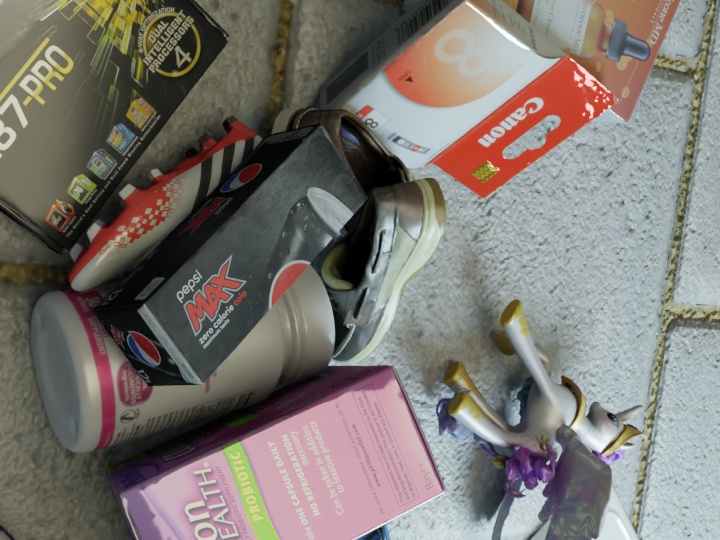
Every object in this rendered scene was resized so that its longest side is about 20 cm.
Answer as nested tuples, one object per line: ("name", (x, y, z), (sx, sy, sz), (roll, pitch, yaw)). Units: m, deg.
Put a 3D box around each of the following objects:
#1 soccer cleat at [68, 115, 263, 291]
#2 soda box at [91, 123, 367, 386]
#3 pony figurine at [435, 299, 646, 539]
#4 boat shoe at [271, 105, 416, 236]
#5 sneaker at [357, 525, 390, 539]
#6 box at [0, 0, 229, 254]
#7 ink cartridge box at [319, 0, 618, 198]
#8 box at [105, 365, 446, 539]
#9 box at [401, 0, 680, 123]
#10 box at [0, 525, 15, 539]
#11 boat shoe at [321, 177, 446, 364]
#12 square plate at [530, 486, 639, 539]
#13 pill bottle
("soccer cleat", (-0.122, -0.035, 0.788), (0.085, 0.069, 0.200), (49, 46, -5))
("soda box", (-0.081, -0.013, 0.741), (0.200, 0.063, 0.071), (-50, 118, -35))
("pony figurine", (0.162, 0.156, 1.009), (0.200, 0.166, 0.194), (40, 68, -16))
("boat shoe", (0.009, -0.065, 0.883), (0.200, 0.059, 0.072), (41, 56, -46))
("sneaker", (-0.015, 0.188, 0.926), (0.066, 0.078, 0.201), (-29, 112, -24))
("box", (-0.208, -0.138, 0.757), (0.161, 0.049, 0.200), (43, 76, -30))
("ink cartridge box", (0.090, -0.130, 0.897), (0.199, 0.162, 0.050), (31, 39, -31))
("box", (-0.069, 0.150, 0.794), (0.199, 0.176, 0.097), (-24, 92, -16))
("box", (0.162, -0.240, 0.949), (0.199, 0.106, 0.153), (28, 83, -33))
("box", (-0.272, 0.274, 0.793), (0.137, 0.039, 0.201), (-43, 119, -19))
("boat shoe", (0.000, 0.000, 0.863), (0.066, 0.201, 0.072), (6, 50, -22))
("square plate", (0.230, 0.338, 1.143), (0.198, 0.028, 0.201), (-42, 118, -21))
("pill bottle", (-0.126, 0.053, 0.806), (0.199, 0.113, 0.114), (-13, 105, -32))
